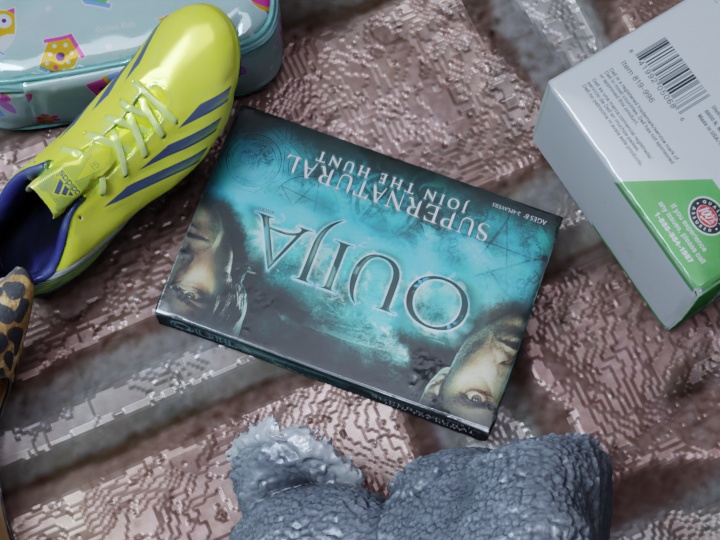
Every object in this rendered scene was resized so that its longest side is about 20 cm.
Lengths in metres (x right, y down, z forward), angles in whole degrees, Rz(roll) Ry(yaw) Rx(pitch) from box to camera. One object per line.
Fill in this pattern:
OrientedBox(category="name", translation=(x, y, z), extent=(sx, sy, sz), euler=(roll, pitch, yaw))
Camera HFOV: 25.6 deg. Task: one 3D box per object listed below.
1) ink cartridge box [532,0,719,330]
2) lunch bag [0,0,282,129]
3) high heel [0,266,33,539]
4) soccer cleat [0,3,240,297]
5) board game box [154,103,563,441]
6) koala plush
OrientedBox(category="ink cartridge box", translation=(0.221, -0.084, 0.898), extent=(0.199, 0.083, 0.147), euler=(-30, 75, -10))
OrientedBox(category="lunch bag", translation=(-0.150, -0.173, 0.923), extent=(0.199, 0.077, 0.161), euler=(-9, 74, -5))
OrientedBox(category="high heel", translation=(-0.180, 0.112, 0.830), extent=(0.142, 0.071, 0.201), euler=(28, 92, 14))
OrientedBox(category="soccer cleat", translation=(-0.137, -0.059, 0.847), extent=(0.065, 0.084, 0.200), euler=(46, 108, 10))
OrientedBox(category="board game box", translation=(0.000, 0.000, 0.897), extent=(0.199, 0.028, 0.136), euler=(19, 72, 5))
OrientedBox(category="koala plush", translation=(0.020, 0.151, 0.787), extent=(0.199, 0.184, 0.179), euler=(3, 72, 12))
